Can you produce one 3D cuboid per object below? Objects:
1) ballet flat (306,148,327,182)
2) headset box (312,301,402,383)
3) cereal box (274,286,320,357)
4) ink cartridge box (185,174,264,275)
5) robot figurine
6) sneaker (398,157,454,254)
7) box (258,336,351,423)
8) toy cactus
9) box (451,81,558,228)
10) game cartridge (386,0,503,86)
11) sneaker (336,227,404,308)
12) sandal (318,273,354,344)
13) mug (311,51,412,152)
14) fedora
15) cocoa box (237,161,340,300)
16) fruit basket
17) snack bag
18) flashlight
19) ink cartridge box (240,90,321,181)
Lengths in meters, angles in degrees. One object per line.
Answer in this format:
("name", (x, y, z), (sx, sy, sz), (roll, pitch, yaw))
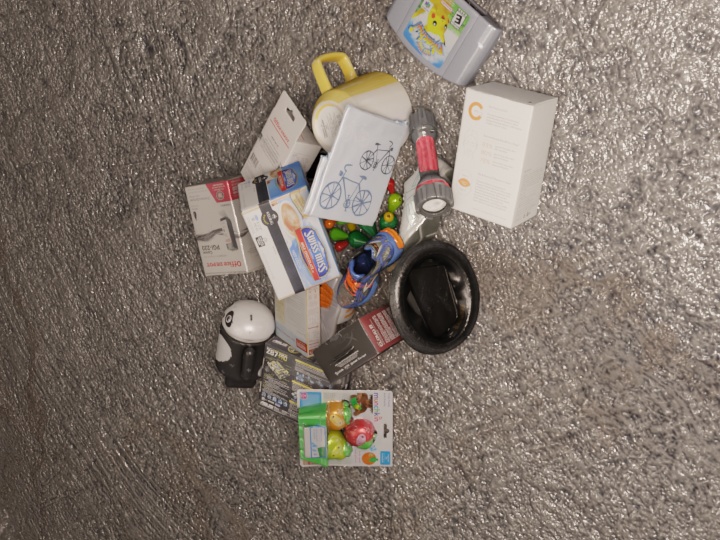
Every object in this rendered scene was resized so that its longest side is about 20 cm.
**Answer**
("ballet flat", (-0.071, -0.206, 1.666), (0.198, 0.056, 0.068), (-3, 104, 44))
("headset box", (0.015, 0.128, 1.622), (0.148, 0.199, 0.076), (-37, 82, 39))
("cereal box", (-0.133, 0.063, 1.796), (0.143, 0.039, 0.204), (28, 124, 51))
("ink cartridge box", (-0.285, -0.097, 1.860), (0.144, 0.084, 0.204), (-3, 105, 39))
("robot figurine", (-0.257, 0.162, 1.899), (0.149, 0.124, 0.203), (30, 122, 27))
("sneaker", (0.108, -0.117, 1.559), (0.080, 0.070, 0.202), (46, 125, 33))
("box", (-0.122, 0.252, 1.854), (0.197, 0.049, 0.164), (19, 118, 21))
("toy cactus", (0.021, -0.074, 1.629), (0.198, 0.102, 0.167), (-30, 96, 32))
("box", (0.231, -0.191, 1.407), (0.123, 0.097, 0.204), (22, 119, 31))
("game cartridge", (0.134, -0.412, 1.450), (0.200, 0.040, 0.134), (46, 132, 17))
("sneaker", (0.000, 0.000, 1.587), (0.076, 0.078, 0.201), (48, 132, 19))
("sandal", (-0.047, 0.079, 1.750), (0.080, 0.058, 0.209), (54, 143, 39))
("mug", (-0.022, -0.280, 1.541), (0.186, 0.152, 0.151), (38, 126, 22))
("fedora", (0.120, 0.048, 1.562), (0.091, 0.197, 0.204), (6, 112, 68))
("cocoa box", (-0.133, -0.076, 1.619), (0.129, 0.134, 0.203), (-20, 119, 0))
("fruit basket", (-0.032, 0.330, 1.767), (0.196, 0.094, 0.189), (3, 114, 7))
("snack bag", (-0.005, -0.178, 1.479), (0.021, 0.187, 0.203), (28, 104, 35))
("flashlight", (0.114, -0.185, 1.456), (0.067, 0.067, 0.203), (-32, 50, 38))
("ink cartridge box", (-0.148, -0.233, 1.683), (0.201, 0.067, 0.117), (-57, 48, 29))
